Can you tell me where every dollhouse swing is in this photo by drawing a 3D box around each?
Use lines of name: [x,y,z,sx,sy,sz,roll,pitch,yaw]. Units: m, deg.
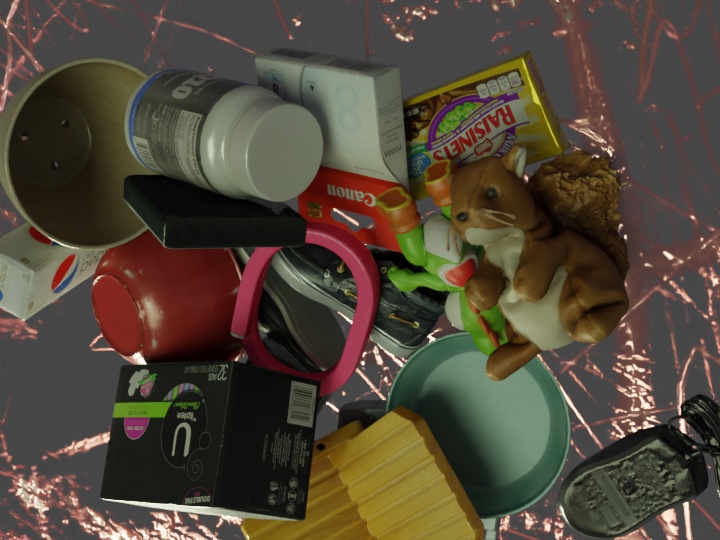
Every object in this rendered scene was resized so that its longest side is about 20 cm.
dollhouse swing: [-0.003,0.266,1.362,0.200,0.182,0.176,61,157,9]

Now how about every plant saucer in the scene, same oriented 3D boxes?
plant saucer: [0.126,0.161,1.388,0.200,0.036,0.200,2,97,18]

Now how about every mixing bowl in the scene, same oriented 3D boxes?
mixing bowl: [-0.225,0.034,1.444,0.200,0.108,0.200,25,126,40]

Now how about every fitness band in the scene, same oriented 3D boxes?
fitness band: [-0.057,0.041,1.359,0.143,0.037,0.200,21,119,9]

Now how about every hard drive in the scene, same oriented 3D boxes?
hard drive: [-0.150,-0.062,1.314,0.139,0.200,0.033,-1,105,-21]

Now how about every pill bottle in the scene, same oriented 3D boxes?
pill bottle: [-0.136,-0.134,1.304,0.200,0.114,0.114,19,125,44]

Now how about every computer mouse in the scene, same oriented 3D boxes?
computer mouse: [0.300,0.213,1.353,0.200,0.053,0.139,-26,99,21]

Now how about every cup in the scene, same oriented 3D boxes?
cup: [-0.312,-0.132,1.413,0.143,0.200,0.201,16,125,52]

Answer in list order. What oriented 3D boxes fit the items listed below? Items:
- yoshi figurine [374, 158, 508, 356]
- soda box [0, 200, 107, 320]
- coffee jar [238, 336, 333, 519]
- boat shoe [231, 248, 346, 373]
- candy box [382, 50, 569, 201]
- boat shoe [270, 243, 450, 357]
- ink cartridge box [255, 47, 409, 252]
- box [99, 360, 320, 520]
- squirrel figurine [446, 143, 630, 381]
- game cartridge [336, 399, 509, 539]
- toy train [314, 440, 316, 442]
yoshi figurine: [0.095,-0.008,1.303,0.112,0.112,0.200,-8,119,44]
soda box: [-0.333,-0.024,1.451,0.064,0.200,0.068,27,121,12]
coffee jar: [-0.115,0.182,1.485,0.104,0.085,0.200,31,105,3]
boat shoe: [-0.088,0.042,1.446,0.060,0.076,0.200,-39,82,34]
candy box: [0.096,-0.134,1.289,0.200,0.026,0.102,-17,107,33]
boat shoe: [0.000,0.000,1.382,0.200,0.071,0.091,35,126,-2]
ink cartridge box: [-0.027,-0.116,1.322,0.160,0.047,0.200,16,121,38]
box: [-0.157,0.176,1.359,0.200,0.124,0.149,-7,71,46]
squirrel figurine: [0.162,-0.033,1.214,0.141,0.200,0.187,-26,102,50]
game cartridge: [0.067,0.216,1.460,0.200,0.040,0.134,13,111,18]
toy train: [-0.130,0.153,1.543,0.200,0.034,0.046,40,122,3]
